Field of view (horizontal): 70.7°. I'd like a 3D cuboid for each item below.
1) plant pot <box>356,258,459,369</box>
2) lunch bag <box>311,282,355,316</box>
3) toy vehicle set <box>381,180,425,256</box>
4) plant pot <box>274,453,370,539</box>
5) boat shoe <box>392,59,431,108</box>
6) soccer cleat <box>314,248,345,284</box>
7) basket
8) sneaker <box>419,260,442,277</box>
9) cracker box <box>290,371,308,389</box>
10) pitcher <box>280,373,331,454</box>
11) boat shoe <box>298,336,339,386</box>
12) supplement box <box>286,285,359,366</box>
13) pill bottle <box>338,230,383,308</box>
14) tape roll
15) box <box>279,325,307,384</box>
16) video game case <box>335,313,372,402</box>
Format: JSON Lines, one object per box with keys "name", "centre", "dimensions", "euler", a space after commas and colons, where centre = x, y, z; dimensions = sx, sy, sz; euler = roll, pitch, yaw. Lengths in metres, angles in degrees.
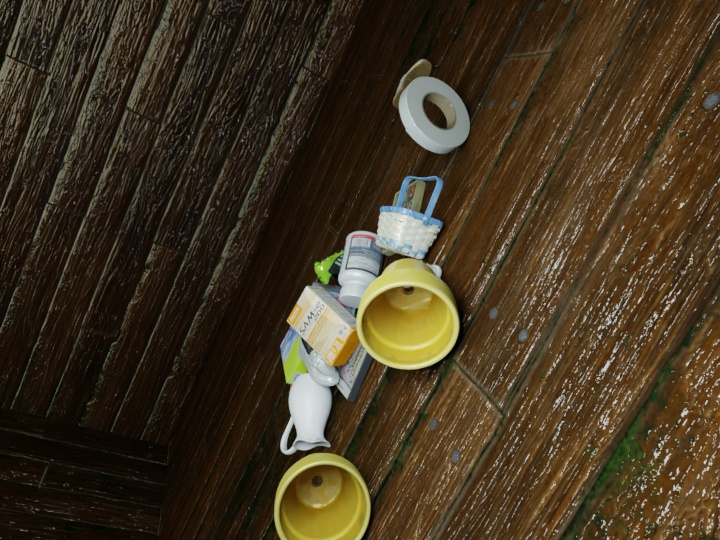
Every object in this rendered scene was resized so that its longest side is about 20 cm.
{"name": "plant pot", "centre": [0.100, 0.072, 1.066], "dimensions": [0.201, 0.200, 0.189], "euler": [-57, 8, 24]}
{"name": "lunch bag", "centre": [-0.103, 0.151, 1.548], "dimensions": [0.170, 0.127, 0.201], "euler": [-151, 70, -69]}
{"name": "toy vehicle set", "centre": [0.122, -0.148, 1.436], "dimensions": [0.124, 0.026, 0.201], "euler": [-25, 47, 59]}
{"name": "plant pot", "centre": [-0.089, 0.494, 1.120], "dimensions": [0.189, 0.200, 0.201], "euler": [160, 130, -80]}
{"name": "boat shoe", "centre": [0.171, -0.650, 1.739], "dimensions": [0.200, 0.071, 0.070], "euler": [-45, 33, 47]}
{"name": "soccer cleat", "centre": [-0.058, -0.019, 1.544], "dimensions": [0.067, 0.200, 0.081], "euler": [-11, 103, 48]}
{"name": "basket", "centre": [0.125, -0.138, 1.265], "dimensions": [0.176, 0.139, 0.201], "euler": [-153, 78, -67]}
{"name": "sneaker", "centre": [0.118, -0.001, 1.239], "dimensions": [0.200, 0.080, 0.074], "euler": [-2, 69, 68]}
{"name": "cracker box", "centre": [-0.175, 0.284, 1.675], "dimensions": [0.134, 0.058, 0.200], "euler": [-52, 26, 33]}
{"name": "pitcher", "centre": [-0.159, 0.403, 1.421], "dimensions": [0.171, 0.121, 0.201], "euler": [-26, 49, 28]}
{"name": "boat shoe", "centre": [-0.120, 0.248, 1.435], "dimensions": [0.200, 0.072, 0.069], "euler": [-134, 36, -54]}
{"name": "supplement box", "centre": [-0.095, 0.150, 1.393], "dimensions": [0.200, 0.073, 0.126], "euler": [40, 108, 30]}
{"name": "pill bottle", "centre": [0.000, 0.000, 1.456], "dimensions": [0.120, 0.119, 0.201], "euler": [-33, 40, 55]}
{"name": "tape roll", "centre": [0.188, -0.393, 1.283], "dimensions": [0.037, 0.202, 0.203], "euler": [-31, 42, 55]}
{"name": "box", "centre": [-0.204, 0.259, 1.624], "dimensions": [0.122, 0.048, 0.200], "euler": [-60, 25, 15]}
{"name": "video game case", "centre": [-0.017, 0.235, 1.399], "dimensions": [0.201, 0.025, 0.181], "euler": [-67, 22, 1]}
